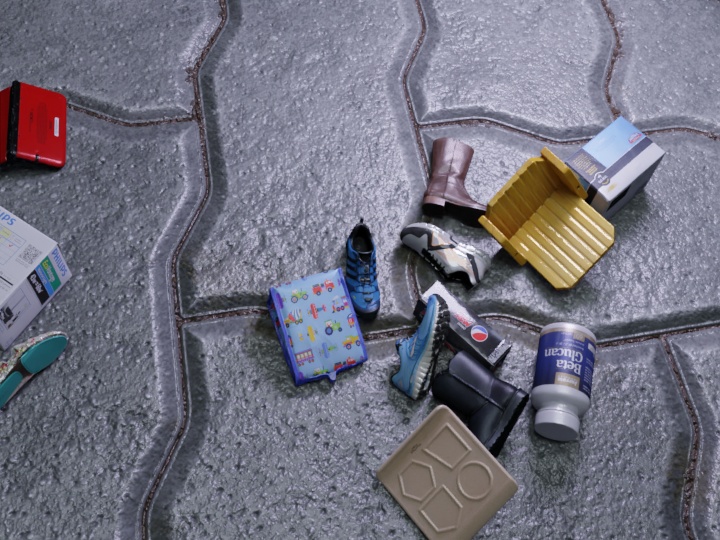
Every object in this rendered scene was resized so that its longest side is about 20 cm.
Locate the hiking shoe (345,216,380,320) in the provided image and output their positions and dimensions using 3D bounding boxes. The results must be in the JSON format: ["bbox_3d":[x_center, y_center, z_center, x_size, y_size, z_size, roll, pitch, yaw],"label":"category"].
[{"bbox_3d":[0.000,0.000,1.699,0.073,0.087,0.203,-6,62,-8],"label":"hiking shoe"}]

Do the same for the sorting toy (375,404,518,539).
[{"bbox_3d":[0.152,0.373,1.503,0.185,0.036,0.200,-47,73,7],"label":"sorting toy"}]

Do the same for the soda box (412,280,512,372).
[{"bbox_3d":[0.198,0.117,1.659,0.200,0.071,0.063,43,61,17],"label":"soda box"}]

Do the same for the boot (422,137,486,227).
[{"bbox_3d":[0.234,-0.200,1.848,0.183,0.065,0.202,15,56,1],"label":"boot"}]

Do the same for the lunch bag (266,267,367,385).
[{"bbox_3d":[-0.080,0.118,1.636,0.148,0.094,0.203,-15,73,-16],"label":"lunch bag"}]

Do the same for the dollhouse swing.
[{"bbox_3d":[0.383,-0.093,1.699,0.200,0.181,0.176,-46,49,7],"label":"dollhouse swing"}]

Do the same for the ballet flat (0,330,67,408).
[{"bbox_3d":[-0.635,0.175,1.562,0.063,0.076,0.200,27,58,28],"label":"ballet flat"}]

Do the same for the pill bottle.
[{"bbox_3d":[0.382,0.211,1.601,0.109,0.112,0.203,14,61,3],"label":"pill bottle"}]

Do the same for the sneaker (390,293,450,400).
[{"bbox_3d":[0.107,0.138,1.605,0.089,0.078,0.203,19,93,24],"label":"sneaker"}]

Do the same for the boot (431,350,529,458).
[{"bbox_3d":[0.198,0.268,1.579,0.167,0.076,0.202,29,81,29],"label":"boot"}]

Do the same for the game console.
[{"bbox_3d":[-0.740,-0.295,1.839,0.170,0.118,0.203,12,56,-35],"label":"game console"}]

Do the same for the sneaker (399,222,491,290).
[{"bbox_3d":[0.168,-0.031,1.739,0.197,0.074,0.081,25,64,9],"label":"sneaker"}]

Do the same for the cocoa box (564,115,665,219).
[{"bbox_3d":[0.531,-0.208,1.831,0.199,0.134,0.131,-37,69,-22],"label":"cocoa box"}]

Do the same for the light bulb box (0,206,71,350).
[{"bbox_3d":[-0.701,0.004,1.616,0.196,0.125,0.201,30,62,12],"label":"light bulb box"}]
